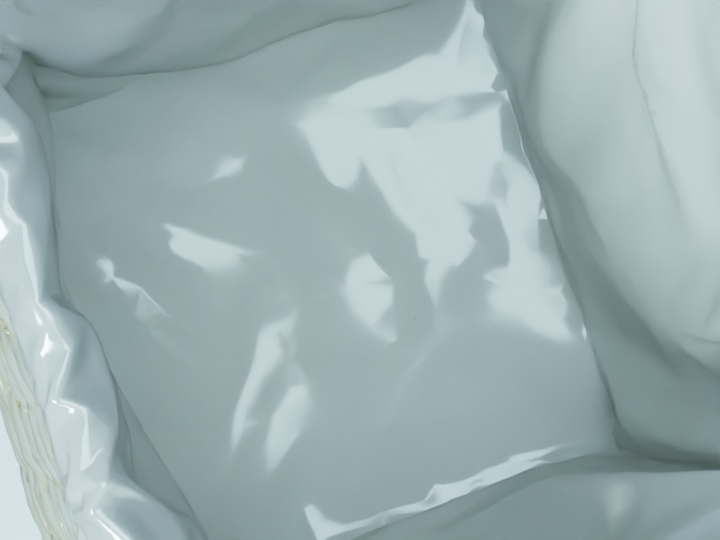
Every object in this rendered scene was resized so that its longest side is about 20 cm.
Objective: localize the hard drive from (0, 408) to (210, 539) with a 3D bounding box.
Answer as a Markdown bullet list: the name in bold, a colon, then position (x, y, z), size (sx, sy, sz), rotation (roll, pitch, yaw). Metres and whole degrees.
- **hard drive**: position (-0.115, 0.076, 0.787), size (0.132, 0.025, 0.200), rotation (-34, 94, -6)

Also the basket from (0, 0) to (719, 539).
- **basket**: position (0.000, 0.000, 0.718), size (0.198, 0.161, 0.200), rotation (-19, 91, -15)
